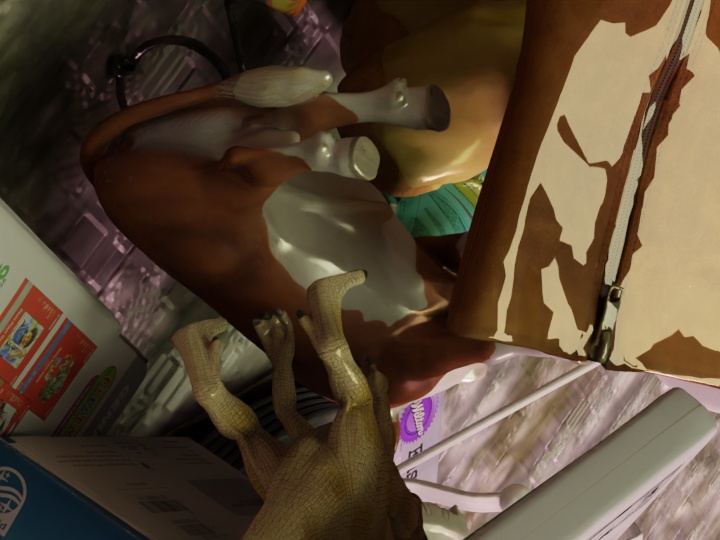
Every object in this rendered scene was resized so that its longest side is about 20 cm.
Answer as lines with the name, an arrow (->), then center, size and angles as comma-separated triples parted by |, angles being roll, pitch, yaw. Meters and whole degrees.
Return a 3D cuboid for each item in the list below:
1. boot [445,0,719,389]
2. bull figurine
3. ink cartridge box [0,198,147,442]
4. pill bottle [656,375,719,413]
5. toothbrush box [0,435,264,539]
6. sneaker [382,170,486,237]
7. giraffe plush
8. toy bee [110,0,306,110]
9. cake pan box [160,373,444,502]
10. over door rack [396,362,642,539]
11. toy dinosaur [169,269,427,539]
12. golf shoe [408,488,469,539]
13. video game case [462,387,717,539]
boot -> 0.126, -0.062, 0.696 | 0.188, 0.068, 0.200 | 6, 90, -30
bull figurine -> 0.000, 0.000, 0.744 | 0.200, 0.121, 0.065 | 35, 50, -42
ink cartridge box -> -0.166, 0.065, 0.657 | 0.200, 0.084, 0.176 | -55, 161, -9
pill bottle -> 0.225, -0.017, 1.114 | 0.200, 0.111, 0.111 | -29, 135, -40
toothbrush box -> -0.099, 0.156, 0.713 | 0.200, 0.085, 0.146 | -59, 162, 5
sneaker -> 0.031, -0.030, 0.898 | 0.200, 0.077, 0.080 | -32, 116, -40
giraffe plush -> 0.086, -0.126, 0.783 | 0.173, 0.200, 0.162 | -81, 167, -57
toy bee -> -0.015, -0.121, 0.698 | 0.131, 0.109, 0.200 | -1, 106, -5
cake pan box -> -0.046, 0.135, 0.917 | 0.184, 0.052, 0.200 | -29, 135, -42
over door rack -> 0.063, 0.116, 0.946 | 0.200, 0.067, 0.148 | -37, 140, -33
toy dinosaur -> -0.011, 0.056, 0.653 | 0.101, 0.058, 0.200 | 70, 16, 4
golf shoe -> -0.007, 0.177, 0.825 | 0.078, 0.097, 0.200 | 15, 115, -26
video game case -> 0.003, 0.129, 0.670 | 0.200, 0.022, 0.182 | -30, 161, -44
